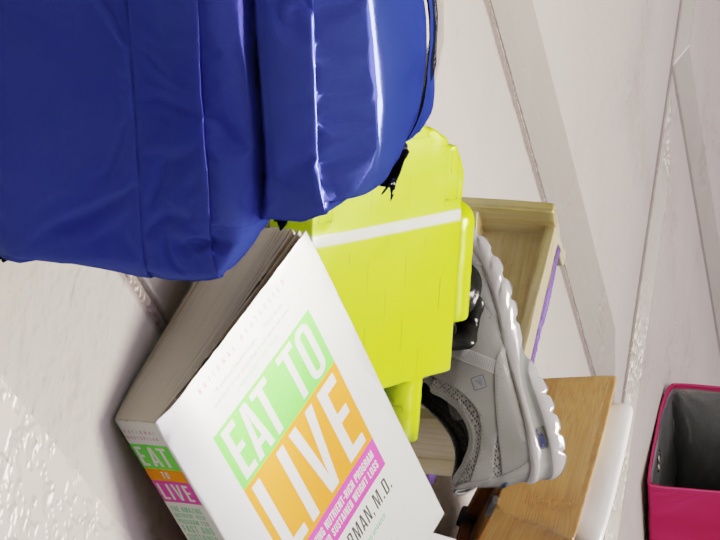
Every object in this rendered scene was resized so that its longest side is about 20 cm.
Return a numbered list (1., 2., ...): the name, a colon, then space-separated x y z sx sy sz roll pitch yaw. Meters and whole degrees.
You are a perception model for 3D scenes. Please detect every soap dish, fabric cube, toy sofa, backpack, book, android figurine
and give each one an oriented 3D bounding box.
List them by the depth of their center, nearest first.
1. backpack: -0.052 -0.094 0.837 0.200 0.167 0.163 -59 155 -65
2. book: -0.037 0.098 1.045 0.134 0.048 0.200 -57 134 -36
3. android figurine: 0.000 0.000 1.138 0.182 0.041 0.201 -14 110 -46
4. toy sofa: 0.084 0.053 1.473 0.098 0.083 0.200 73 26 -48
5. soap dish: 0.116 0.183 1.513 0.158 0.081 0.200 -68 180 -46
6. fabric cube: 0.453 0.277 2.577 0.196 0.199 0.200 -67 157 -50

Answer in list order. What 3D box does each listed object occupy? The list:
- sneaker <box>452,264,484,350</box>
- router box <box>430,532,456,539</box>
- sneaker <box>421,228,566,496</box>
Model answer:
1. sneaker: 0.025 -0.005 1.248 0.200 0.087 0.074 64 34 -59
2. router box: 0.006 0.243 1.304 0.200 0.049 0.180 36 58 -71
3. sneaker: 0.058 0.046 1.347 0.075 0.082 0.200 109 -40 -67
